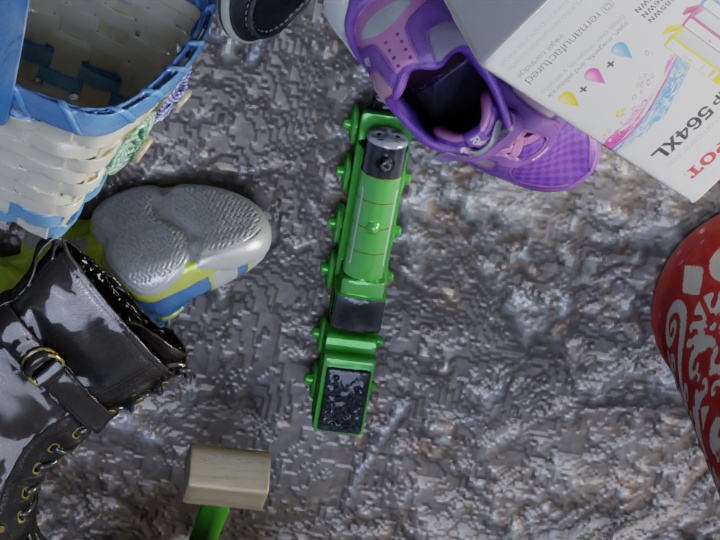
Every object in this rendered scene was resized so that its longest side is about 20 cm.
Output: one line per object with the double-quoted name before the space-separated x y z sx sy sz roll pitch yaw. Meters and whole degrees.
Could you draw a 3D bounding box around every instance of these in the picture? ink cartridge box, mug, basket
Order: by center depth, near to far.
"basket" -0.147 -0.134 1.422 0.139 0.176 0.200 21 131 10
"ink cartridge box" 0.145 -0.141 1.426 0.129 0.125 0.200 -44 133 19
"mug" 0.255 0.068 1.519 0.177 0.200 0.134 12 116 -7

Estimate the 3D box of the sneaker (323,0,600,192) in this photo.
"sneaker" 0.061 -0.086 1.475 0.080 0.089 0.200 -38 135 16

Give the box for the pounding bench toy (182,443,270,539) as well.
"pounding bench toy" -0.098 0.197 1.615 0.124 0.156 0.200 15 85 -9

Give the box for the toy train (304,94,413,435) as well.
"toy train" 0.000 0.000 1.558 0.042 0.056 0.200 7 117 -5

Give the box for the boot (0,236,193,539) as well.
"boot" -0.163 0.092 1.516 0.174 0.069 0.200 -33 118 7

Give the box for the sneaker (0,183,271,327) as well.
"sneaker" -0.139 0.019 1.566 0.199 0.076 0.105 -11 133 6

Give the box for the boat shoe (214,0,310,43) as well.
"boat shoe" -0.002 -0.188 1.448 0.200 0.062 0.075 -48 153 17
